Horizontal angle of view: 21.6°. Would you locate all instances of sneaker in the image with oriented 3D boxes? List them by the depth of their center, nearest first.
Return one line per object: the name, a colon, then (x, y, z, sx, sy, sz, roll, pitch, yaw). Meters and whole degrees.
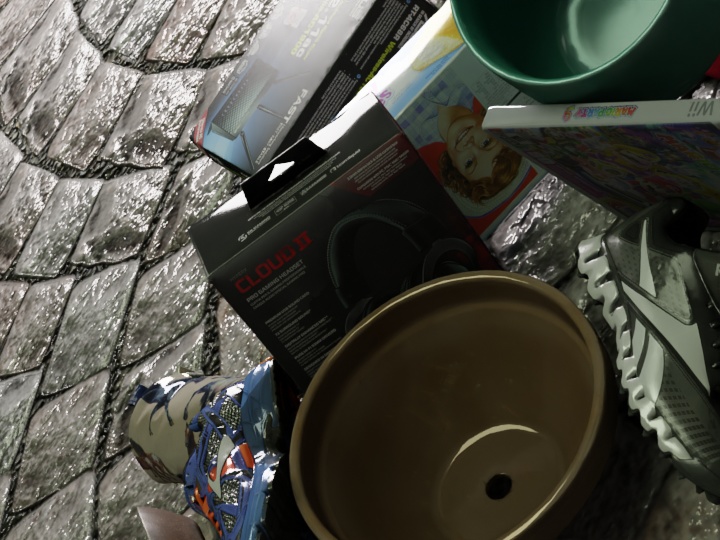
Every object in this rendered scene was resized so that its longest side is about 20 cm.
sneaker: (0.185, 0.034, 1.040, 0.090, 0.066, 0.200, -41, 43, 25)
sneaker: (-0.068, 0.139, 1.138, 0.078, 0.075, 0.200, -26, 29, 14)

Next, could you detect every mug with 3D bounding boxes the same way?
mug: (0.143, -0.180, 1.100, 0.152, 0.114, 0.186, -4, 76, 32)

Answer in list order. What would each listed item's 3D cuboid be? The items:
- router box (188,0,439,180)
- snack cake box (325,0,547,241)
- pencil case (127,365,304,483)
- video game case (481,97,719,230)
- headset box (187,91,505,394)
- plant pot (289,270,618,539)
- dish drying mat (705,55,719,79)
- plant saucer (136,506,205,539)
router box: (-0.041, -0.157, 1.546, 0.200, 0.062, 0.150, -57, 32, -2)
snack cake box: (0.063, -0.092, 1.261, 0.200, 0.115, 0.067, -46, 30, -6)
pencil case: (-0.088, 0.108, 1.353, 0.200, 0.078, 0.090, -8, 75, 52)
video game case: (0.181, -0.057, 1.070, 0.200, 0.143, 0.018, 4, 69, 55)
headset box: (0.000, 0.000, 1.183, 0.149, 0.200, 0.077, -36, 30, 3)
plant pot: (0.066, 0.106, 1.105, 0.200, 0.093, 0.201, -18, 49, 21)
dish drying mat: (0.264, -0.142, 1.155, 0.077, 0.018, 0.200, -57, 31, -1)
plant saucer: (-0.086, 0.233, 1.161, 0.034, 0.201, 0.200, -21, 32, -8)
